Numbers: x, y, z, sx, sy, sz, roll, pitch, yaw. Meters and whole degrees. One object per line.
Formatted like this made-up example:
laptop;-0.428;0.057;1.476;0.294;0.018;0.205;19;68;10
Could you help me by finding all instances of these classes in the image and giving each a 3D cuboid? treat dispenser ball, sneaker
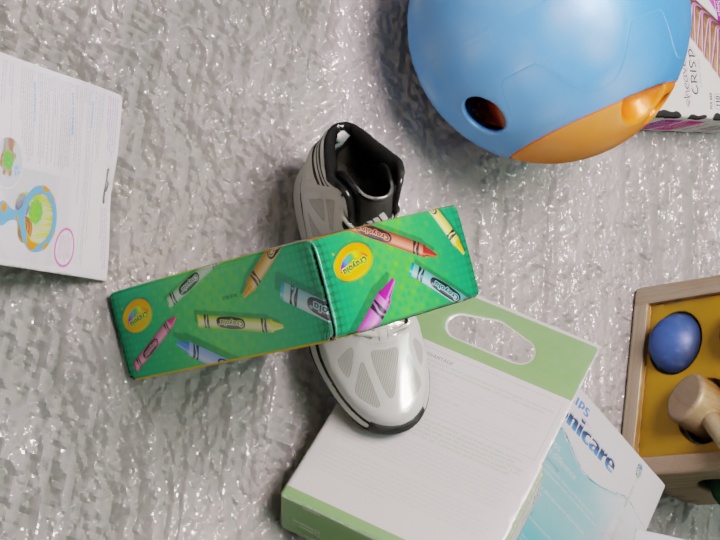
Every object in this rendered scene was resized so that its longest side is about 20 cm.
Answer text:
treat dispenser ball;0.133;-0.175;1.260;0.200;0.200;0.202;9;76;-41
sneaker;-0.001;0.000;1.140;0.075;0.115;0.202;-12;73;-9

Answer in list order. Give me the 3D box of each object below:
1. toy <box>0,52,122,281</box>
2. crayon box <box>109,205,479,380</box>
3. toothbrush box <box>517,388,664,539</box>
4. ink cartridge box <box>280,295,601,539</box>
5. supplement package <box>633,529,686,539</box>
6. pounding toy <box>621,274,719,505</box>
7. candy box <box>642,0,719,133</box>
toy;-0.202;-0.060;1.014;0.200;0.047;0.116;14;80;-72
crayon box;-0.043;0.014;1.065;0.118;0.199;0.059;-15;91;-42
toothbrush box;0.113;0.186;1.252;0.146;0.085;0.200;46;55;-25
ink cartridge box;0.055;0.110;1.181;0.200;0.145;0.048;-57;161;-33
supplement package;0.248;0.300;1.249;0.200;0.151;0.151;75;30;-60
pounding toy;0.289;0.104;1.360;0.142;0.184;0.201;23;68;-37
candy box;0.246;-0.185;1.460;0.199;0.061;0.137;-3;85;-42
